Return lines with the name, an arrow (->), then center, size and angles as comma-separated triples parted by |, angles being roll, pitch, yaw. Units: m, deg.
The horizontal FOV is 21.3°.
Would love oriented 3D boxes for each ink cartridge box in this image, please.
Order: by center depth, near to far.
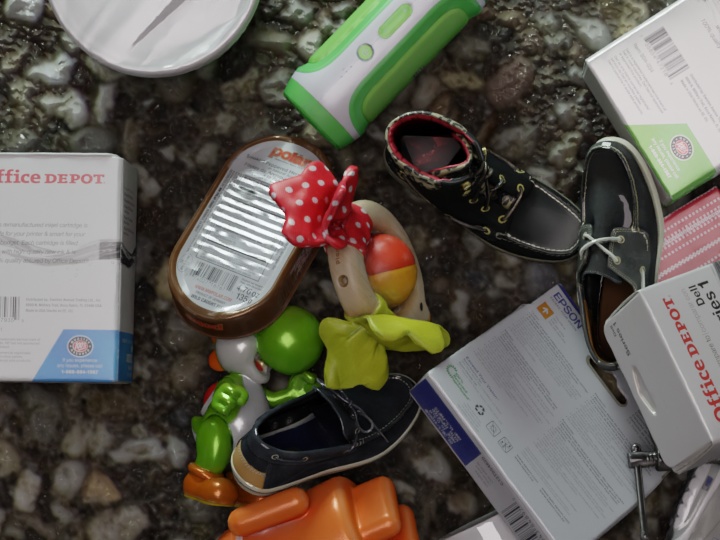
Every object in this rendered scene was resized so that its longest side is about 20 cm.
ink cartridge box -> 0.327, 0.064, 1.602 | 0.199, 0.084, 0.147 | -19, 74, -22
ink cartridge box -> 0.165, 0.134, 1.653 | 0.200, 0.041, 0.200 | -30, 81, -42
ink cartridge box -> 0.317, -0.171, 1.680 | 0.199, 0.084, 0.146 | -32, 85, 2
ink cartridge box -> -0.278, 0.000, 1.711 | 0.144, 0.084, 0.202 | 1, 86, 5

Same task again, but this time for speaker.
speaker -> 0.025, -0.204, 1.703 | 0.088, 0.088, 0.200 | 44, 90, 6

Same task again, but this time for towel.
towel -> 0.311, 0.046, 1.696 | 0.144, 0.022, 0.201 | -32, 84, 1

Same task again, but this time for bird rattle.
bird rattle -> 0.000, 0.000, 1.658 | 0.112, 0.163, 0.201 | -28, 84, 25

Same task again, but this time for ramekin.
ramekin -> -0.179, -0.267, 1.719 | 0.201, 0.094, 0.204 | 0, 85, 4

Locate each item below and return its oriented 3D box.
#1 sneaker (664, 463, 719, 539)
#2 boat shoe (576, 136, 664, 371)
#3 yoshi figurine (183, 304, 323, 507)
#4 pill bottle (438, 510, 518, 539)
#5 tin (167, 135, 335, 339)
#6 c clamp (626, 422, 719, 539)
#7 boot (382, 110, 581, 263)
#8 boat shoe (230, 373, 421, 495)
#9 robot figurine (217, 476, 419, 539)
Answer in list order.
sneaker -> 0.291, 0.267, 1.653 | 0.082, 0.075, 0.201 | 23, 87, 7
boat shoe -> 0.220, -0.014, 1.651 | 0.071, 0.067, 0.202 | 1, 98, 31
yoshi figurine -> -0.086, 0.111, 1.684 | 0.111, 0.112, 0.202 | 10, 84, -7
pill bottle -> 0.148, 0.305, 1.640 | 0.119, 0.120, 0.201 | -26, 85, 2
tin -> -0.093, -0.032, 1.687 | 0.111, 0.042, 0.201 | 22, 66, 14
c clamp -> 0.322, 0.136, 1.651 | 0.198, 0.027, 0.172 | -8, 71, -3
boot -> 0.107, -0.071, 1.653 | 0.203, 0.154, 0.074 | 29, 89, 5
boat shoe -> -0.023, 0.132, 1.651 | 0.199, 0.062, 0.075 | -20, 56, -34
robot figurine -> -0.047, 0.255, 1.656 | 0.199, 0.144, 0.117 | -26, 73, 10
